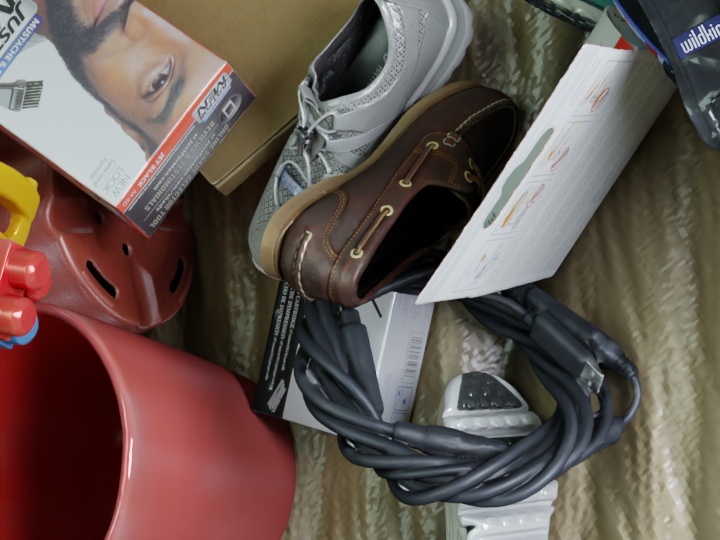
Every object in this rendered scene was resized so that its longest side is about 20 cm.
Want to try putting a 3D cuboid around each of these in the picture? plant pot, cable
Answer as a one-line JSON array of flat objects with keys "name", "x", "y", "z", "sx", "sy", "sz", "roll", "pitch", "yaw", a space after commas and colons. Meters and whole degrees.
[{"name": "plant pot", "x": -0.148, "y": 0.126, "z": 1.311, "sx": 0.200, "sy": 0.177, "sz": 0.201, "roll": -9, "pitch": 77, "yaw": 40}, {"name": "cable", "x": 0.044, "y": 0.057, "z": 1.176, "sx": 0.200, "sy": 0.163, "sz": 0.051, "roll": 36, "pitch": 145, "yaw": 27}, {"name": "plant pot", "x": -0.229, "y": -0.012, "z": 1.405, "sx": 0.195, "sy": 0.201, "sz": 0.201, "roll": -17, "pitch": 72, "yaw": 29}]

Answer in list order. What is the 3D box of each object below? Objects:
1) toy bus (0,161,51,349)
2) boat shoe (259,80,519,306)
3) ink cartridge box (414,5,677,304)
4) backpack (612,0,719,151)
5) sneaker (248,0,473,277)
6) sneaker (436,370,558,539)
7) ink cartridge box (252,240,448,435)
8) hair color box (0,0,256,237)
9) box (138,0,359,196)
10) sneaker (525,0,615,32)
[{"name": "toy bus", "x": -0.255, "y": -0.021, "z": 1.242, "sx": 0.192, "sy": 0.136, "sz": 0.200, "roll": 4, "pitch": 74, "yaw": 27}, {"name": "boat shoe", "x": 0.033, "y": -0.040, "z": 1.191, "sx": 0.070, "sy": 0.200, "sz": 0.070, "roll": 21, "pitch": 136, "yaw": 34}, {"name": "ink cartridge box", "x": 0.094, "y": -0.063, "z": 1.119, "sx": 0.047, "sy": 0.200, "sz": 0.160, "roll": 39, "pitch": 109, "yaw": 18}, {"name": "backpack", "x": 0.220, "y": -0.160, "z": 1.058, "sx": 0.200, "sy": 0.154, "sz": 0.191, "roll": -49, "pitch": 63, "yaw": 15}, {"name": "sneaker", "x": -0.019, "y": -0.087, "z": 1.237, "sx": 0.075, "sy": 0.082, "sz": 0.200, "roll": 38, "pitch": 106, "yaw": 36}, {"name": "sneaker", "x": 0.072, "y": 0.155, "z": 1.192, "sx": 0.081, "sy": 0.075, "sz": 0.200, "roll": -42, "pitch": 51, "yaw": 50}, {"name": "ink cartridge box", "x": 0.000, "y": 0.000, "z": 1.291, "sx": 0.094, "sy": 0.044, "sz": 0.200, "roll": 14, "pitch": 92, "yaw": 39}, {"name": "hair color box", "x": -0.176, "y": -0.123, "z": 1.288, "sx": 0.200, "sy": 0.064, "sz": 0.111, "roll": 35, "pitch": 85, "yaw": 21}, {"name": "box", "x": -0.058, "y": -0.168, "z": 1.312, "sx": 0.200, "sy": 0.021, "sz": 0.164, "roll": -40, "pitch": 67, "yaw": 2}, {"name": "sneaker", "x": 0.095, "y": -0.211, "z": 1.227, "sx": 0.080, "sy": 0.077, "sz": 0.200, "roll": -46, "pitch": 56, "yaw": 15}]
